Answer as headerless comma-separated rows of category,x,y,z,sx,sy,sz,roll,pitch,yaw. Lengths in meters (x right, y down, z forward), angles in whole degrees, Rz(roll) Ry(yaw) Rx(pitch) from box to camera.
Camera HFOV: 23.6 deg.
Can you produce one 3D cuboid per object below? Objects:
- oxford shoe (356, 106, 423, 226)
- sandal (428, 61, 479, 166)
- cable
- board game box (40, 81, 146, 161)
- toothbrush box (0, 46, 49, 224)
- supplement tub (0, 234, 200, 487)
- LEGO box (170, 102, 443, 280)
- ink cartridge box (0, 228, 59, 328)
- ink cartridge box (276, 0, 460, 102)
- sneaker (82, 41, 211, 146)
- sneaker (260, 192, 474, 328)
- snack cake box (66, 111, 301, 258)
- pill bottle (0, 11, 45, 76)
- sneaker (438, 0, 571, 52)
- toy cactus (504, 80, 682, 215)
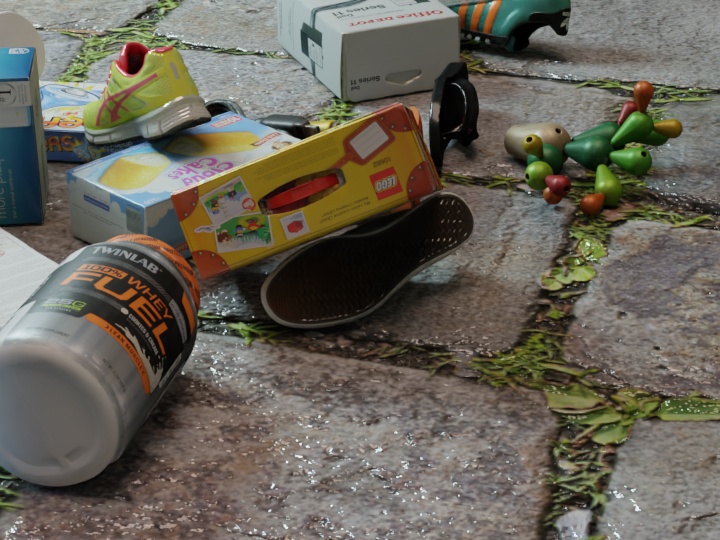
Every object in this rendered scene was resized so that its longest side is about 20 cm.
oxford shoe,0.022,-0.101,1.625,0.073,0.071,0.200,-2,27,8
sandal,0.100,-0.165,1.738,0.048,0.075,0.200,1,26,12
cable,-0.103,-0.128,1.732,0.200,0.050,0.097,9,43,43
board game box,-0.282,-0.152,1.760,0.200,0.034,0.135,3,27,7
toothbrush box,-0.393,-0.121,1.579,0.200,0.146,0.085,-2,27,-4
supplement tub,-0.194,0.058,1.258,0.122,0.123,0.200,6,28,12
LEGO box,-0.039,-0.066,1.420,0.200,0.077,0.149,-21,1,6
ink cartridge box,-0.320,0.030,1.406,0.162,0.057,0.200,-20,25,-33
ink cartridge box,0.007,-0.269,1.933,0.147,0.083,0.200,-12,30,-21
sneaker,-0.207,-0.170,1.619,0.078,0.090,0.200,-24,12,-33
sneaker,0.000,0.000,1.454,0.200,0.073,0.085,-23,-1,-23
snack cake box,-0.153,-0.075,1.575,0.115,0.067,0.200,23,35,39
pill bottle,-0.400,-0.190,1.683,0.200,0.104,0.104,-13,15,38
sneaker,0.148,-0.286,1.988,0.200,0.080,0.071,-9,3,31
toy cactus,0.205,-0.122,1.656,0.165,0.102,0.200,14,38,45
